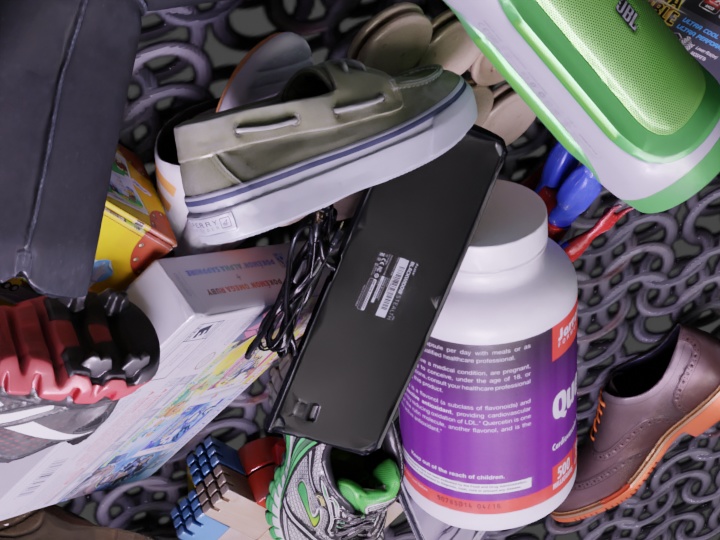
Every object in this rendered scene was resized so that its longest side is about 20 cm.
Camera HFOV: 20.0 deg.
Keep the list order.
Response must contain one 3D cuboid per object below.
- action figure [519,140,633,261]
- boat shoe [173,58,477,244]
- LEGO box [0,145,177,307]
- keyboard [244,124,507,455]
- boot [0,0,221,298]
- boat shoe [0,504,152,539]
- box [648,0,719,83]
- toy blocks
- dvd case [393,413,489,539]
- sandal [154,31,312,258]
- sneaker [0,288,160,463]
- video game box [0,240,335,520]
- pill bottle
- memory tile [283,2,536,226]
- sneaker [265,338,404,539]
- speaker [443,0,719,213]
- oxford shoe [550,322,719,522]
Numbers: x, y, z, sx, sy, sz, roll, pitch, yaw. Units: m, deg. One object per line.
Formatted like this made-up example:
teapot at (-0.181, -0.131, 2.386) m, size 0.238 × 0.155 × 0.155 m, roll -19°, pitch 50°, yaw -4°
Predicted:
action figure at (0.126, -0.047, 1.255) m, size 0.051 × 0.066 × 0.201 m, roll -10°, pitch 141°, yaw -37°
boat shoe at (-0.012, -0.073, 1.017) m, size 0.199 × 0.072 × 0.063 m, roll -29°, pitch 109°, yaw -45°
LEGO box at (-0.218, -0.029, 1.055) m, size 0.149 × 0.077 × 0.200 m, roll -40°, pitch 141°, yaw 14°
keyboard at (0.000, 0.000, 1.143) m, size 0.103 × 0.040 × 0.201 m, roll 18°, pitch 101°, yaw -30°
boot at (-0.118, -0.083, 0.977) m, size 0.164 × 0.065 × 0.202 m, roll 14°, pitch 87°, yaw -30°
boat shoe at (-0.199, 0.176, 1.245) m, size 0.068 × 0.198 × 0.073 m, roll 69°, pitch 40°, yaw -68°
box at (0.223, -0.195, 1.160) m, size 0.199 × 0.050 × 0.199 m, roll 19°, pitch 125°, yaw -43°
toy blocks at (-0.071, 0.167, 1.377) m, size 0.200 × 0.100 × 0.136 m, roll -44°, pitch 130°, yaw 17°
dvd case at (0.079, 0.117, 1.403) m, size 0.149 × 0.016 × 0.201 m, roll -51°, pitch 149°, yaw -21°
sandal at (-0.073, -0.074, 1.106) m, size 0.079 × 0.059 × 0.207 m, roll -36°, pitch 162°, yaw -31°
sneaker at (-0.205, 0.053, 1.034) m, size 0.199 × 0.071 × 0.098 m, roll 6°, pitch 135°, yaw -32°
video game box at (-0.121, 0.062, 1.188) m, size 0.200 × 0.047 × 0.182 m, roll -42°, pitch 163°, yaw 24°
pill bottle at (0.076, 0.051, 1.235) m, size 0.111 × 0.113 × 0.202 m, roll -15°, pitch 125°, yaw -16°
memory tile at (0.037, -0.089, 1.150) m, size 0.199 × 0.017 × 0.154 m, roll -5°, pitch 138°, yaw -49°
sneaker at (-0.013, 0.138, 1.275) m, size 0.077 × 0.085 × 0.201 m, roll -23°, pitch 134°, yaw -19°
speaker at (0.114, -0.125, 1.078) m, size 0.088 × 0.089 × 0.200 m, roll -38°, pitch 112°, yaw 14°
oxford shoe at (0.194, 0.109, 1.499) m, size 0.072 × 0.071 × 0.200 m, roll 34°, pitch 119°, yaw -19°
